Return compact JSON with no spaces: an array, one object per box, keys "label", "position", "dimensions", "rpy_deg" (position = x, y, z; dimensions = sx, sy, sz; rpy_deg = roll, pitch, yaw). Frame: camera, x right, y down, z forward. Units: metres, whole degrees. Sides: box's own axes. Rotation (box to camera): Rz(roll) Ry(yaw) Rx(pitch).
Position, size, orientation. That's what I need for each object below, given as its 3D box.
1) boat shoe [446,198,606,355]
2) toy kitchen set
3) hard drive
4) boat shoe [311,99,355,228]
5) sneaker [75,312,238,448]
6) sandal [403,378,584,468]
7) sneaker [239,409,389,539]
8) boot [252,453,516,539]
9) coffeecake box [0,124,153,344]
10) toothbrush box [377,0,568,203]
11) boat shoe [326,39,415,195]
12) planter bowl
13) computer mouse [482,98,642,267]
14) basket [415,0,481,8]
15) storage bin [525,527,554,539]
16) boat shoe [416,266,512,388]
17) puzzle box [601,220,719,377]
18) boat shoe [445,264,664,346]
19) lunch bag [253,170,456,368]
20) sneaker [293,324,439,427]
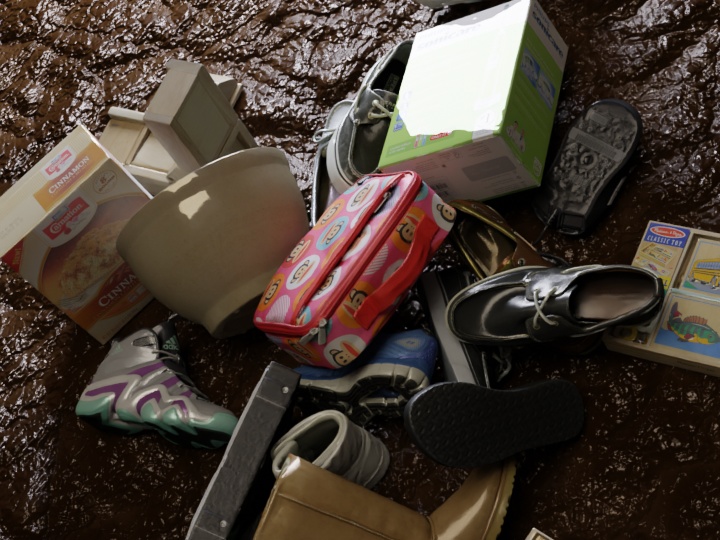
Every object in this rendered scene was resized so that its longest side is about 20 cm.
[{"label":"boat shoe","position":[0.147,0.008,1.419],"dimensions":[0.200,0.068,0.072],"rpy_deg":[43,101,29]},{"label":"toy kitchen set","position":[-0.219,-0.195,1.674],"dimensions":[0.200,0.180,0.163],"rpy_deg":[13,67,28]},{"label":"hard drive","position":[-0.114,0.198,1.402],"dimensions":[0.038,0.140,0.200],"rpy_deg":[22,66,3]},{"label":"boat shoe","position":[-0.018,-0.104,1.591],"dimensions":[0.074,0.065,0.202],"rpy_deg":[-5,58,23]},{"label":"sneaker","position":[-0.196,0.104,1.546],"dimensions":[0.200,0.078,0.140],"rpy_deg":[6,65,29]},{"label":"sandal","position":[0.113,0.136,1.320],"dimensions":[0.048,0.200,0.076],"rpy_deg":[-13,79,52]},{"label":"sneaker","position":[-0.071,0.213,1.393],"dimensions":[0.200,0.116,0.074],"rpy_deg":[-48,54,-4]},{"label":"boot","position":[0.024,0.208,1.316],"dimensions":[0.200,0.066,0.175],"rpy_deg":[22,70,-1]},{"label":"coffeecake box","position":[-0.288,-0.035,1.599],"dimensions":[0.153,0.200,0.073],"rpy_deg":[-43,51,-3]},{"label":"toothbrush box","position":[0.117,-0.167,1.513],"dimensions":[0.145,0.086,0.200],"rpy_deg":[-14,45,34]},{"label":"boat shoe","position":[0.019,-0.162,1.566],"dimensions":[0.064,0.071,0.200],"rpy_deg":[-49,20,54]},{"label":"planter bowl","position":[-0.132,-0.015,1.531],"dimensions":[0.200,0.200,0.135],"rpy_deg":[-32,77,6]},{"label":"computer mouse","position":[0.193,-0.087,1.490],"dimensions":[0.140,0.046,0.200],"rpy_deg":[26,86,31]},{"label":"basket","position":[0.108,-0.397,1.647],"dimensions":[0.176,0.139,0.200],"rpy_deg":[-2,91,26]},{"label":"storage bin","position":[0.174,0.352,1.197],"dimensions":[0.198,0.094,0.200],"rpy_deg":[28,76,36]},{"label":"boat shoe","position":[0.109,0.077,1.415],"dimensions":[0.068,0.074,0.200],"rpy_deg":[-13,44,-4]},{"label":"puzzle box","position":[0.335,0.032,1.356],"dimensions":[0.200,0.025,0.133],"rpy_deg":[13,67,32]},{"label":"boat shoe","position":[0.174,0.028,1.346],"dimensions":[0.200,0.068,0.072],"rpy_deg":[-7,86,6]},{"label":"lunch bag","position":[0.000,0.000,1.409],"dimensions":[0.200,0.082,0.176],"rpy_deg":[-54,22,-15]},{"label":"sneaker","position":[0.004,0.099,1.438],"dimensions":[0.200,0.079,0.089],"rpy_deg":[-13,37,44]}]
